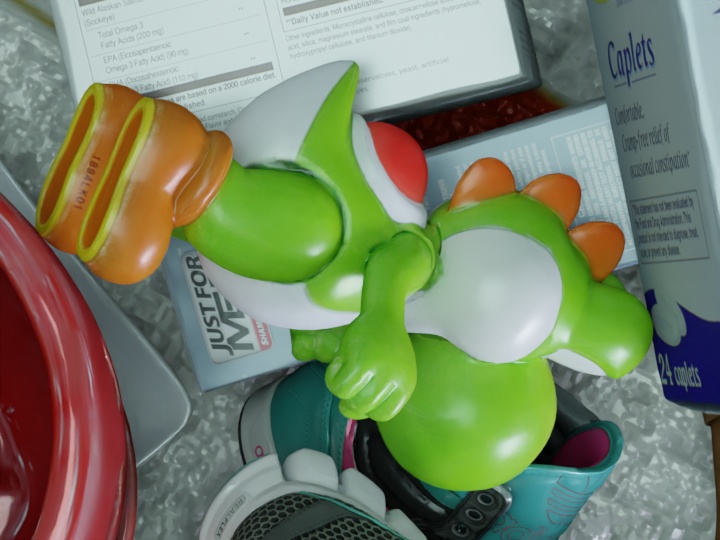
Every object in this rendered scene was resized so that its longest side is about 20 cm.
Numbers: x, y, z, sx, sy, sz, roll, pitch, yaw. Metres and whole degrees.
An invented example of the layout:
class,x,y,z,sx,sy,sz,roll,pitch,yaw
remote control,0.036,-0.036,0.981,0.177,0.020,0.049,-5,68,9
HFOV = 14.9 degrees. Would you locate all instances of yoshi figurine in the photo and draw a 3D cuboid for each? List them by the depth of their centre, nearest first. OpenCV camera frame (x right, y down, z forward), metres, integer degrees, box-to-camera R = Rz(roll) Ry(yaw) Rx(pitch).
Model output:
class,x,y,z,sx,sy,sz,roll,pitch,yaw
yoshi figurine,-0.004,0.015,0.880,0.200,0.112,0.112,19,52,-22

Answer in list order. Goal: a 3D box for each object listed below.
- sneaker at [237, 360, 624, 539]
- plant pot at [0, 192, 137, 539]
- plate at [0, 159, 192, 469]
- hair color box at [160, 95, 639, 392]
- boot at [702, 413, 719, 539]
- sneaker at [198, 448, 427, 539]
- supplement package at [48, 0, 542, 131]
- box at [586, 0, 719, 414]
class,x,y,z,sx,sy,sz,roll,pitch,yaw
sneaker,0.051,0.105,0.982,0.121,0.084,0.200,-33,87,37
plant pot,-0.170,0.062,0.886,0.200,0.183,0.200,0,81,2
plate,-0.194,0.037,0.999,0.200,0.032,0.200,-38,83,-5
hair color box,0.036,-0.016,0.985,0.200,0.099,0.061,-16,91,7
boot,0.144,0.068,0.990,0.200,0.074,0.155,-29,88,-8
sneaker,0.037,0.136,0.900,0.200,0.091,0.078,26,101,-11
supplement package,-0.033,-0.145,0.961,0.151,0.152,0.200,-13,91,6
box,0.177,-0.070,0.880,0.184,0.105,0.200,-12,90,-8
